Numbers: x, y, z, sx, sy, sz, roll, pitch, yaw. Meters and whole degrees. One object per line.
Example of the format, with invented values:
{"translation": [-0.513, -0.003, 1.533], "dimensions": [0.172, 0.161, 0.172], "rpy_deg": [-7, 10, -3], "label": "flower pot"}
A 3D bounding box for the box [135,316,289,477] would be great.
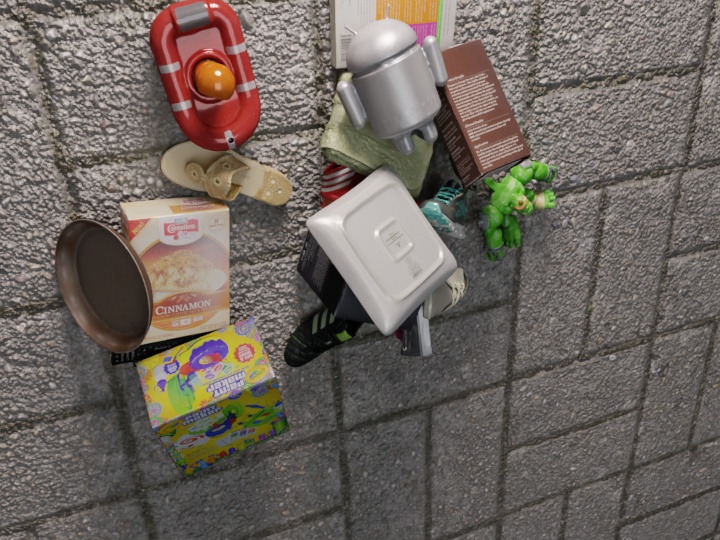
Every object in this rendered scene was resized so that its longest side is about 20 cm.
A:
{"translation": [-0.235, 0.211, 1.117], "dimensions": [0.196, 0.123, 0.195], "rpy_deg": [-20, 145, -13], "label": "box"}

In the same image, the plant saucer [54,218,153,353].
{"translation": [-0.368, 0.021, 0.992], "dimensions": [0.032, 0.196, 0.205], "rpy_deg": [-31, 133, -52], "label": "plant saucer"}

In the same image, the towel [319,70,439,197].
{"translation": [0.035, -0.217, 1.084], "dimensions": [0.196, 0.036, 0.152], "rpy_deg": [20, 78, -28], "label": "towel"}

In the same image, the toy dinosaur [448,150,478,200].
{"translation": [0.181, -0.201, 1.146], "dimensions": [0.201, 0.076, 0.103], "rpy_deg": [-51, 124, -23], "label": "toy dinosaur"}

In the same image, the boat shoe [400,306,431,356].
{"translation": [0.079, 0.049, 1.167], "dimensions": [0.064, 0.070, 0.206], "rpy_deg": [-8, 98, 3], "label": "boat shoe"}

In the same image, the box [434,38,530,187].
{"translation": [0.175, -0.246, 1.068], "dimensions": [0.098, 0.075, 0.204], "rpy_deg": [-21, 87, -18], "label": "box"}

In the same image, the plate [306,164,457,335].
{"translation": [0.045, -0.040, 1.001], "dimensions": [0.199, 0.032, 0.202], "rpy_deg": [-38, 94, -38], "label": "plate"}

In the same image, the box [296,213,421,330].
{"translation": [0.000, 0.000, 1.106], "dimensions": [0.145, 0.200, 0.107], "rpy_deg": [13, 106, -27], "label": "box"}

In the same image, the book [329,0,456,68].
{"translation": [0.050, -0.387, 1.036], "dimensions": [0.195, 0.048, 0.137], "rpy_deg": [-11, 121, -18], "label": "book"}

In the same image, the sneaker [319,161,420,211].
{"translation": [0.026, -0.138, 1.128], "dimensions": [0.196, 0.078, 0.119], "rpy_deg": [-5, 110, -32], "label": "sneaker"}

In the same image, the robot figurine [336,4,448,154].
{"translation": [0.049, -0.276, 1.000], "dimensions": [0.167, 0.113, 0.203], "rpy_deg": [-29, 112, -5], "label": "robot figurine"}

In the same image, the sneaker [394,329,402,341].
{"translation": [0.097, 0.025, 1.240], "dimensions": [0.079, 0.088, 0.206], "rpy_deg": [10, 92, 4], "label": "sneaker"}

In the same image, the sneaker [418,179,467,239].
{"translation": [0.141, -0.111, 1.153], "dimensions": [0.076, 0.200, 0.094], "rpy_deg": [15, 92, 16], "label": "sneaker"}

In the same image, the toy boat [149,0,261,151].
{"translation": [-0.204, -0.262, 0.935], "dimensions": [0.128, 0.131, 0.204], "rpy_deg": [-20, 121, -12], "label": "toy boat"}

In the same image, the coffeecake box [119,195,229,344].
{"translation": [-0.283, -0.004, 1.050], "dimensions": [0.150, 0.073, 0.205], "rpy_deg": [-9, 118, -28], "label": "coffeecake box"}

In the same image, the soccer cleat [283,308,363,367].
{"translation": [-0.054, 0.107, 1.206], "dimensions": [0.199, 0.081, 0.068], "rpy_deg": [-40, 123, 1], "label": "soccer cleat"}

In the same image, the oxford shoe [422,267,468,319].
{"translation": [0.143, 0.033, 1.140], "dimensions": [0.056, 0.200, 0.077], "rpy_deg": [12, 104, 17], "label": "oxford shoe"}

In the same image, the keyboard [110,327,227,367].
{"translation": [-0.301, 0.137, 1.106], "dimensions": [0.195, 0.041, 0.104], "rpy_deg": [-7, 160, -23], "label": "keyboard"}

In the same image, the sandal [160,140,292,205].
{"translation": [-0.194, -0.140, 1.033], "dimensions": [0.207, 0.070, 0.079], "rpy_deg": [13, 107, -28], "label": "sandal"}

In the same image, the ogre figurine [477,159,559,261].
{"translation": [0.278, -0.120, 1.238], "dimensions": [0.199, 0.099, 0.119], "rpy_deg": [-41, 142, 18], "label": "ogre figurine"}
